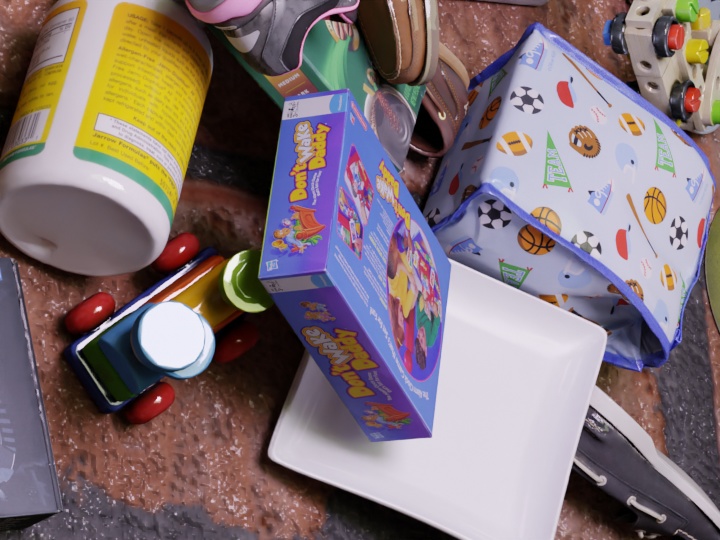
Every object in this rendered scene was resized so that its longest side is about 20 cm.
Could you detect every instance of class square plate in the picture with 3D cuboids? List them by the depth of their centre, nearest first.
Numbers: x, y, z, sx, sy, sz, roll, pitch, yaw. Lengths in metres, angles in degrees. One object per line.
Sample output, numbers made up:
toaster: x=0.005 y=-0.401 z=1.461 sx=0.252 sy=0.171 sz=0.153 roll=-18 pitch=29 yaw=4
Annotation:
square plate: x=0.053 y=0.085 z=1.737 sx=0.199 sy=0.028 sz=0.199 roll=24 pitch=57 yaw=-8

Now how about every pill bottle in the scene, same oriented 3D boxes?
pill bottle: x=-0.155 y=-0.107 z=1.624 sx=0.113 sy=0.113 sz=0.201 roll=29 pitch=54 yaw=-26

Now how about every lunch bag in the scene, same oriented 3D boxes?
lunch bag: x=0.154 y=-0.042 z=1.838 sx=0.200 sy=0.124 sz=0.170 roll=31 pitch=54 yaw=-16

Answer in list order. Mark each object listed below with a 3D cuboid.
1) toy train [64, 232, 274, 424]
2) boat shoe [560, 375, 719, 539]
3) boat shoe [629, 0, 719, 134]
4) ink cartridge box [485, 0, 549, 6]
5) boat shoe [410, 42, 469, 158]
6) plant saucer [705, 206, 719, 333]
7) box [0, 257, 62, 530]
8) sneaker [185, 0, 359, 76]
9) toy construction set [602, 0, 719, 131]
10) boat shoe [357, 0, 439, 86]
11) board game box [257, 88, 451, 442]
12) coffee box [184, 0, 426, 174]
toy train: x=-0.080 y=0.009 z=1.610 sx=0.200 sy=0.116 sz=0.085 roll=-36 pitch=97 yaw=-25
boat shoe: x=0.197 y=0.153 z=1.833 sx=0.060 sy=0.074 sz=0.200 roll=-46 pitch=126 yaw=1
boat shoe: x=0.242 y=-0.209 z=2.015 sx=0.071 sy=0.091 sz=0.201 roll=-15 pitch=109 yaw=-40
ink cartridge box: x=0.071 y=-0.280 z=1.891 sx=0.200 sy=0.084 sz=0.146 roll=0 pitch=73 yaw=-39
boat shoe: x=-0.003 y=-0.154 z=1.791 sx=0.200 sy=0.070 sz=0.070 roll=35 pitch=50 yaw=-23
plant saucer: x=0.352 y=0.019 z=2.029 sx=0.200 sy=0.031 sz=0.201 roll=15 pitch=64 yaw=-33
box: x=-0.280 y=0.075 z=1.499 sx=0.200 sy=0.043 sz=0.161 roll=0 pitch=72 yaw=-39
sneaker: x=-0.024 y=-0.201 z=1.603 sx=0.200 sy=0.079 sz=0.095 roll=-53 pitch=123 yaw=-24
toy construction set: x=0.222 y=-0.179 z=1.881 sx=0.200 sy=0.092 sz=0.131 roll=54 pitch=48 yaw=-34
boat shoe: x=-0.004 y=-0.212 z=1.676 sx=0.068 sy=0.072 sz=0.201 roll=-11 pitch=83 yaw=-28
board game box: x=0.000 y=0.000 z=1.635 sx=0.200 sy=0.045 sz=0.135 roll=58 pitch=32 yaw=-50
coffee box: x=-0.037 y=-0.158 z=1.681 sx=0.200 sy=0.044 sz=0.123 roll=49 pitch=33 yaw=-23
